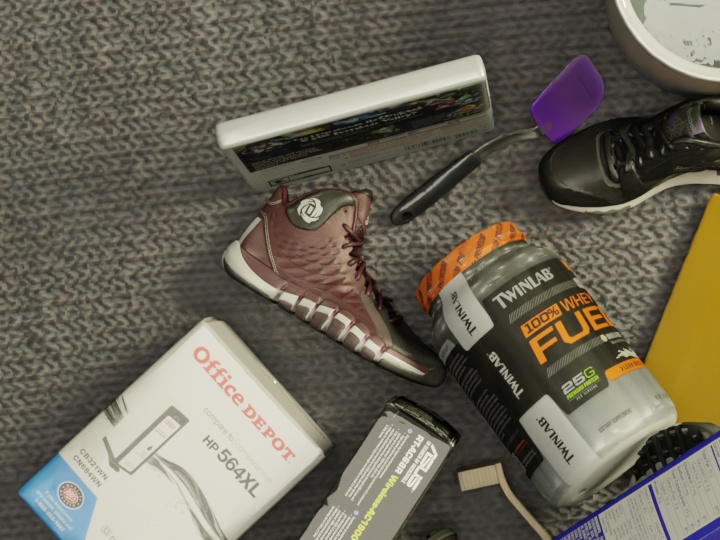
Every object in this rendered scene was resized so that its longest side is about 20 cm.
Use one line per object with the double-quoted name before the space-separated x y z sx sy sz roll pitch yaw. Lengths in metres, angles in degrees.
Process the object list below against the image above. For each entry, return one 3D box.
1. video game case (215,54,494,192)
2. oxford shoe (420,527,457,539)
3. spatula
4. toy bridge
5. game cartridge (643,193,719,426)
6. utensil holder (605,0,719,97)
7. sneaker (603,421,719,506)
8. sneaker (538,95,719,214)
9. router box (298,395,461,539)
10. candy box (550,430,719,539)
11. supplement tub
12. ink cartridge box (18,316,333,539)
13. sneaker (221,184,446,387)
"video game case" 0.000 -0.109 1.693 0.199 0.182 0.023 -14 81 3
"oxford shoe" 0.030 0.292 1.731 0.084 0.073 0.200 31 84 19
"spatula" 0.106 -0.095 1.761 0.200 0.057 0.021 -34 45 9
"toy bridge" 0.128 0.247 1.759 0.067 0.027 0.201 -13 89 2
"game cartridge" 0.302 0.058 1.699 0.176 0.032 0.201 23 93 45
"utensil holder" 0.264 -0.216 1.669 0.169 0.200 0.171 0 90 3
"sneaker" 0.244 0.168 1.669 0.090 0.200 0.067 1 57 -20
"sneaker" 0.233 -0.102 1.719 0.199 0.088 0.076 -11 69 1
"router box" -0.002 0.194 1.706 0.062 0.150 0.200 33 91 4
"candy box" 0.247 0.203 1.585 0.200 0.169 0.077 -35 48 22
"supplement tub" 0.136 0.069 1.702 0.122 0.123 0.200 -38 75 2
"ink cartridge box" -0.142 0.153 1.748 0.200 0.084 0.146 -43 87 3
"sneaker" 0.000 0.000 1.747 0.200 0.076 0.116 31 88 4
